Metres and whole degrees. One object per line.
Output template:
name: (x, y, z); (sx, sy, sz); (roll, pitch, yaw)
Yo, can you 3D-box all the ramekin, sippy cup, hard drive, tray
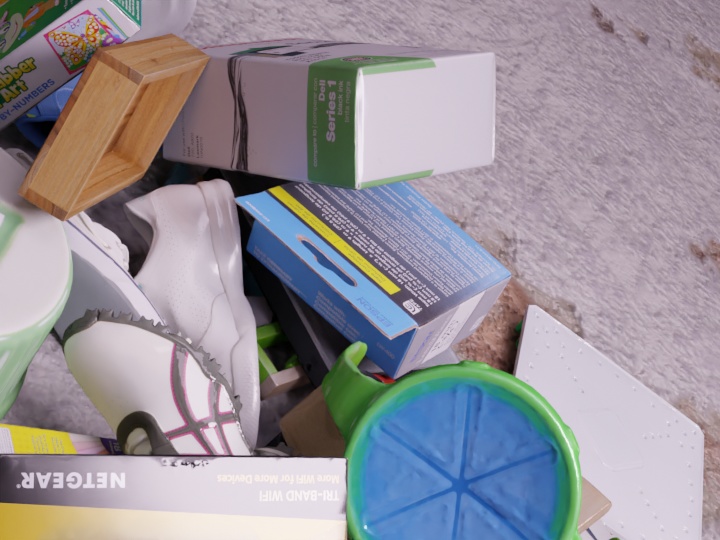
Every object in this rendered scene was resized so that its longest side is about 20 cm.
ramekin: (-0.266, -0.003, 0.945); (0.199, 0.098, 0.201); (27, 37, -23)
sippy cup: (0.065, 0.114, 0.949); (0.130, 0.139, 0.179); (-25, 97, -79)
hard drive: (-0.022, 0.001, 1.218); (0.139, 0.033, 0.201); (-1, 53, -47)
tray: (-0.152, -0.096, 1.029); (0.037, 0.099, 0.200); (31, 12, -1)

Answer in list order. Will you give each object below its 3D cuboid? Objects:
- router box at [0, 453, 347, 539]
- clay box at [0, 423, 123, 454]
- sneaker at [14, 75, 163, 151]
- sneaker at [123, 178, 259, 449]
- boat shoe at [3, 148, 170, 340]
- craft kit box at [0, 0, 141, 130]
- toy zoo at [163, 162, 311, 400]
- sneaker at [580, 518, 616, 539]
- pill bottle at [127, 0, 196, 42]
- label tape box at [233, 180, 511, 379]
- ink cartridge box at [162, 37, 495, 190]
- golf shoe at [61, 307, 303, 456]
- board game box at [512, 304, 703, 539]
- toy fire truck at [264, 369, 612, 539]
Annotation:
router box: (-0.105, 0.176, 0.855); (0.199, 0.052, 0.158); (3, 84, -28)
clay box: (-0.157, 0.153, 0.934); (0.199, 0.048, 0.115); (15, 43, -38)
sneaker: (-0.173, -0.102, 1.193); (0.199, 0.076, 0.106); (20, 56, -27)
sneaker: (-0.117, 0.037, 1.099); (0.088, 0.075, 0.201); (-7, 66, -12)
boat shoe: (-0.184, -0.006, 1.067); (0.200, 0.071, 0.070); (42, 36, 10)
craft kit box: (-0.231, -0.178, 1.082); (0.048, 0.197, 0.201); (39, 28, -35)
toy zoo: (-0.082, -0.003, 1.208); (0.131, 0.020, 0.200); (-14, 64, -53)
sneaker: (0.136, 0.205, 1.177); (0.080, 0.076, 0.200); (-22, 71, -31)
pill bottle: (-0.212, -0.273, 1.280); (0.119, 0.120, 0.201); (8, 47, -41)
label tape box: (0.000, 0.000, 1.126); (0.144, 0.063, 0.200); (41, 28, 15)
ink cartridge box: (-0.026, -0.115, 1.147); (0.199, 0.085, 0.146); (12, 18, 41)
golf shoe: (-0.103, 0.106, 0.935); (0.200, 0.077, 0.088); (44, 42, -2)
board game box: (0.198, 0.145, 1.335); (0.200, 0.026, 0.200); (36, 34, -11)
toy fire truck: (0.059, 0.156, 1.106); (0.200, 0.129, 0.177); (13, 42, -53)
